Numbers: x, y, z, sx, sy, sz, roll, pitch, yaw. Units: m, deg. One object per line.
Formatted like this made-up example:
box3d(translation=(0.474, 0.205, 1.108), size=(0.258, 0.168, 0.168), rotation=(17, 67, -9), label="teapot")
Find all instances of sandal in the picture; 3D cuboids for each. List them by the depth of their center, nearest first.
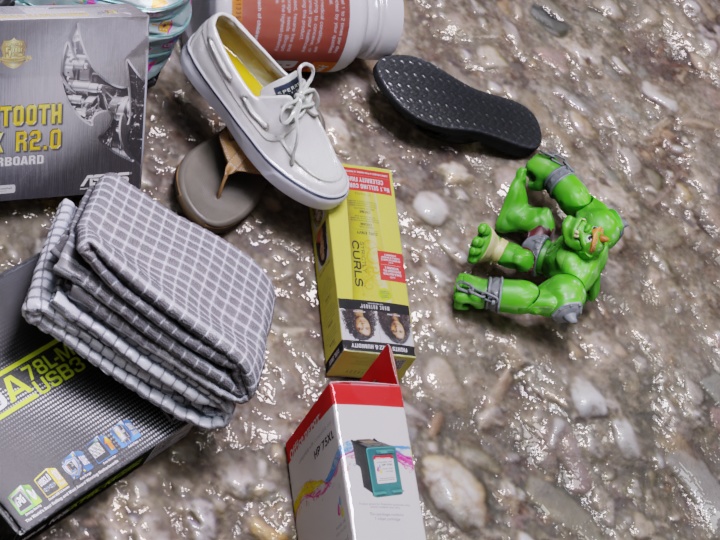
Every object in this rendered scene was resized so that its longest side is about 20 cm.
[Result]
box3d(translation=(-0.096, -0.108, 1.628), size=(0.082, 0.055, 0.200), rotation=(46, 51, 8), label="sandal")
box3d(translation=(0.090, -0.152, 1.760), size=(0.199, 0.048, 0.076), rotation=(20, 50, -29), label="sandal")

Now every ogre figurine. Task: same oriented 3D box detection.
box3d(translation=(0.178, -0.024, 1.686), size=(0.119, 0.099, 0.200), rotation=(24, 34, 13), label="ogre figurine")

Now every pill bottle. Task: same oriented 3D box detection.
box3d(translation=(-0.064, -0.246, 1.698), size=(0.199, 0.112, 0.113), rotation=(-1, 60, -26), label="pill bottle")

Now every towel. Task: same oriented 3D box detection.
box3d(translation=(-0.163, 0.017, 1.445), size=(0.199, 0.086, 0.166), rotation=(36, 26, -16), label="towel")

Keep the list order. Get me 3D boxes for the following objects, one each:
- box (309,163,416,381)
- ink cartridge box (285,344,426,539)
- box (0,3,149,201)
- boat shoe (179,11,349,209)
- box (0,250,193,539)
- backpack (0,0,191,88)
box3d(translation=(0.000, 0.000, 1.606), size=(0.075, 0.050, 0.201), rotation=(7, 56, -20), label="box")
box3d(translation=(-0.007, 0.171, 1.448), size=(0.067, 0.116, 0.201), rotation=(4, 57, -22), label="ink cartridge box")
box3d(translation=(-0.280, -0.141, 1.500), size=(0.199, 0.160, 0.048), rotation=(-6, 24, -29), label="box")
box3d(translation=(-0.070, -0.150, 1.578), size=(0.202, 0.086, 0.074), rotation=(51, 45, 5), label="boat shoe")
box3d(translation=(-0.259, 0.096, 1.420), size=(0.200, 0.048, 0.194), rotation=(-32, 78, -38), label="box")
box3d(translation=(-0.252, -0.242, 1.596), size=(0.199, 0.127, 0.168), rotation=(11, 51, -23), label="backpack")
